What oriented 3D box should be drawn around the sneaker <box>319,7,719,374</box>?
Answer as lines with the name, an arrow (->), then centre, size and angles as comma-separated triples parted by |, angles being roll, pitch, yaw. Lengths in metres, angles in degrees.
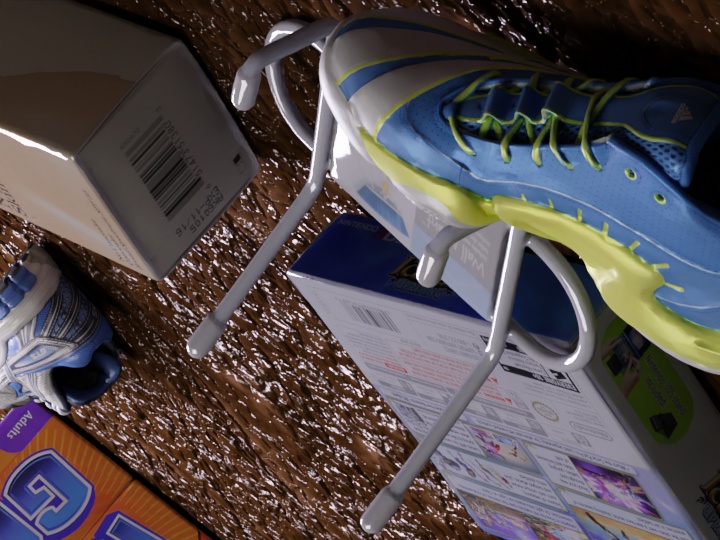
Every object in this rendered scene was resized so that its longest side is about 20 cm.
sneaker -> 0.081, -0.049, 0.959 | 0.200, 0.076, 0.105 | 31, 148, 6

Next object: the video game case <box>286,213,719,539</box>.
video game case -> 0.082, 0.063, 1.222 | 0.200, 0.045, 0.181 | 15, 146, 53

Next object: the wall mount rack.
wall mount rack -> 0.000, 0.000, 1.120 | 0.200, 0.074, 0.174 | 44, 147, 27

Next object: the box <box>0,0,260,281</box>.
box -> -0.152, -0.077, 1.314 | 0.200, 0.078, 0.095 | 22, 154, 43

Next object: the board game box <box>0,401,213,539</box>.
board game box -> -0.223, 0.250, 1.986 | 0.200, 0.200, 0.200 | 37, 162, 10

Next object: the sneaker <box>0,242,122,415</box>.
sneaker -> -0.193, 0.057, 1.703 | 0.085, 0.077, 0.200 | 36, 161, 2
